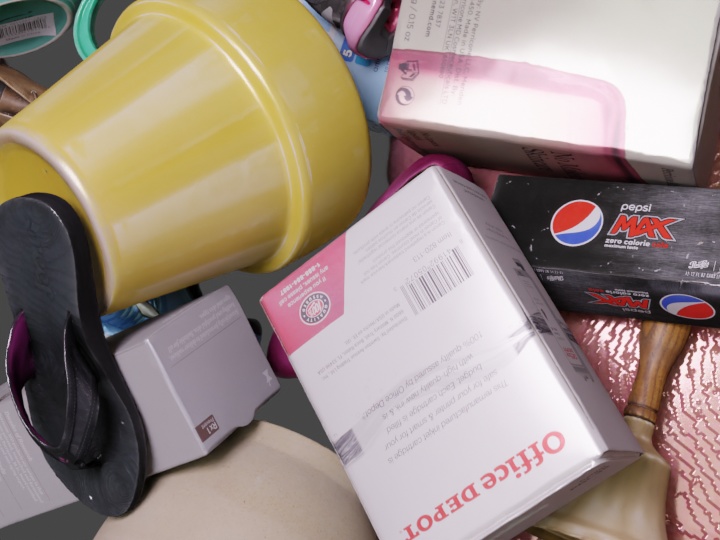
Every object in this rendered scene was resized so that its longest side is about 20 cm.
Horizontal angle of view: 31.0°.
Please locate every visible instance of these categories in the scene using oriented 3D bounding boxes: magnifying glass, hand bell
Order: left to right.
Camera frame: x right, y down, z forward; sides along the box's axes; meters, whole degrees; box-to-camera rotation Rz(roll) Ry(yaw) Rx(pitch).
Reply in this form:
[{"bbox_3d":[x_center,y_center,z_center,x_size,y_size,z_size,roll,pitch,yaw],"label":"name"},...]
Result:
[{"bbox_3d":[-0.126,-0.217,0.940,0.200,0.022,0.080,-38,72,9],"label":"magnifying glass"},{"bbox_3d":[0.181,0.086,0.829,0.104,0.104,0.200,16,75,19],"label":"hand bell"}]

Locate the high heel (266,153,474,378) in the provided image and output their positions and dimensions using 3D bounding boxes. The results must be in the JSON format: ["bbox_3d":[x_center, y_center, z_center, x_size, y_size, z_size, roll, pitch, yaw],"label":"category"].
[{"bbox_3d":[0.000,0.000,0.878,0.200,0.096,0.067,-38,74,10],"label":"high heel"}]

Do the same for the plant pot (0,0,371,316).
[{"bbox_3d":[-0.127,-0.070,0.837,0.189,0.201,0.201,-34,68,-34],"label":"plant pot"}]

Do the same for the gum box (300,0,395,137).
[{"bbox_3d":[-0.041,-0.207,0.945,0.200,0.045,0.170,19,88,18],"label":"gum box"}]

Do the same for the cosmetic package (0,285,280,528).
[{"bbox_3d":[-0.165,0.091,0.851,0.200,0.107,0.090,-26,97,28],"label":"cosmetic package"}]

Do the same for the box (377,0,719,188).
[{"bbox_3d":[0.129,-0.120,0.836,0.200,0.128,0.109,11,87,19],"label":"box"}]

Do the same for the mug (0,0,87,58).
[{"bbox_3d":[-0.260,-0.235,0.958,0.185,0.152,0.115,-28,75,32],"label":"mug"}]

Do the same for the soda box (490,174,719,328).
[{"bbox_3d":[0.177,-0.011,0.814,0.200,0.063,0.071,7,64,28],"label":"soda box"}]

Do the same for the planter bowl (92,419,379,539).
[{"bbox_3d":[-0.066,0.182,0.842,0.200,0.200,0.135,18,62,19],"label":"planter bowl"}]

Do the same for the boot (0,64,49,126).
[{"bbox_3d":[-0.235,-0.106,0.980,0.200,0.075,0.074,26,90,18],"label":"boot"}]

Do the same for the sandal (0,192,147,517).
[{"bbox_3d":[-0.181,0.056,0.758,0.075,0.048,0.201,-6,105,29],"label":"sandal"}]

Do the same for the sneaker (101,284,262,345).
[{"bbox_3d":[-0.157,0.027,0.947,0.200,0.078,0.090,29,83,10],"label":"sneaker"}]

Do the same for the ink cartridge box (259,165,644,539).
[{"bbox_3d":[0.051,0.063,0.778,0.146,0.083,0.200,-36,67,19],"label":"ink cartridge box"}]

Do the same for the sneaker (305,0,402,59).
[{"bbox_3d":[0.028,-0.245,0.874,0.095,0.079,0.200,36,92,28],"label":"sneaker"}]
